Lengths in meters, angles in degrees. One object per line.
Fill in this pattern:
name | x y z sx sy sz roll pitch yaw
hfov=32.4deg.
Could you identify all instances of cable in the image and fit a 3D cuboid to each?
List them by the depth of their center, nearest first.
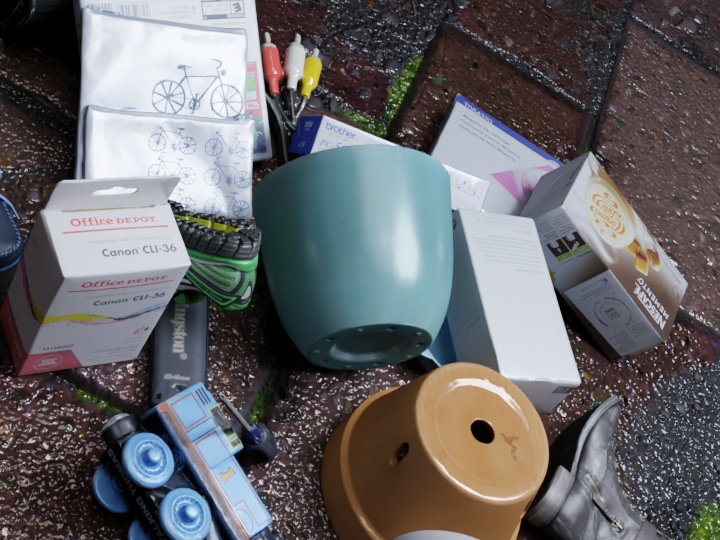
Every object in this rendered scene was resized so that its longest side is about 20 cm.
cable | -0.081 -0.178 1.363 0.096 0.050 0.202 11 52 -27

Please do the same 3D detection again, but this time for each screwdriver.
screwdriver | -0.097 0.126 1.043 0.027 0.201 0.029 -7 64 4

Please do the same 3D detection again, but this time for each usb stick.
usb stick | -0.167 0.051 1.154 0.055 0.033 0.202 11 53 -19

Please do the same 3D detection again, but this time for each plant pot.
plant pot | 0.079 0.177 1.133 0.198 0.140 0.202 16 50 -19
plant pot | 0.000 0.000 1.189 0.198 0.200 0.163 5 65 -27

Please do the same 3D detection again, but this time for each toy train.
toy train | -0.134 0.196 1.021 0.114 0.087 0.201 -28 82 -46

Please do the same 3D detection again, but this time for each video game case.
video game case | -0.187 -0.194 1.263 0.198 0.023 0.185 -11 98 -35

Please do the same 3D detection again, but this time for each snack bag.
snack bag | -0.189 -0.153 1.229 0.186 0.021 0.203 2 91 -30

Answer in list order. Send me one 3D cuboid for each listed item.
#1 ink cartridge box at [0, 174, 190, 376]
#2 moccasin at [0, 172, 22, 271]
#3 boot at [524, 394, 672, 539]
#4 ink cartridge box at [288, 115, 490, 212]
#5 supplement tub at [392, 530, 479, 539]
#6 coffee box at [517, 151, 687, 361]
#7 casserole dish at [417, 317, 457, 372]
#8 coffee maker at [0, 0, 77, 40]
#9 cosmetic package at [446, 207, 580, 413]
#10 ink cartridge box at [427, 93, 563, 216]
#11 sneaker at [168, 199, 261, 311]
ink cartridge box | -0.220 0.005 1.041 0.115 0.200 0.068 -7 60 -34
moccasin | -0.375 -0.086 1.108 0.200 0.068 0.080 46 47 7
boot | 0.262 0.243 1.251 0.174 0.069 0.200 41 54 -1
ink cartridge box | 0.030 -0.110 1.317 0.198 0.094 0.045 20 90 -20
supplement tub | 0.055 0.330 1.000 0.144 0.145 0.201 29 47 -8
coffee box | 0.270 -0.014 1.391 0.201 0.079 0.115 51 45 -14
casserole dish | 0.115 0.054 1.317 0.198 0.039 0.122 -18 68 -39
coffee maker | -0.266 -0.287 1.278 0.198 0.135 0.194 -7 61 -33
cosmetic package | 0.145 0.040 1.270 0.100 0.074 0.202 7 56 -26
ink cartridge box | 0.175 -0.114 1.476 0.195 0.043 0.201 31 48 -6
sneaker | -0.180 -0.014 1.130 0.198 0.086 0.078 18 21 32
